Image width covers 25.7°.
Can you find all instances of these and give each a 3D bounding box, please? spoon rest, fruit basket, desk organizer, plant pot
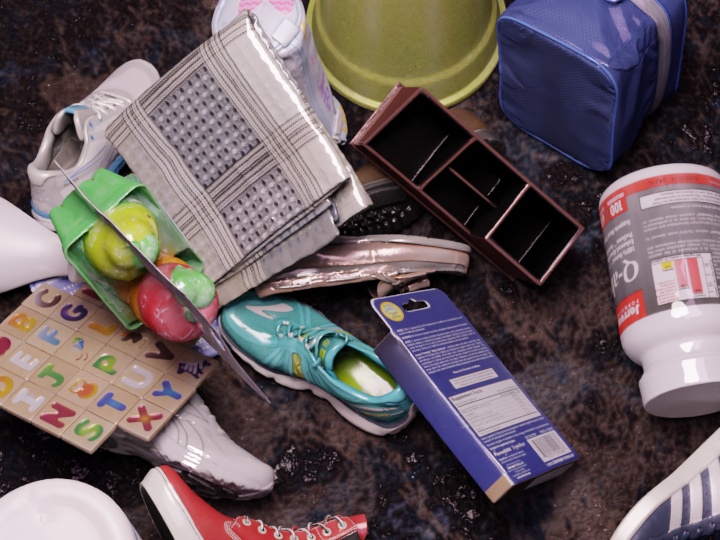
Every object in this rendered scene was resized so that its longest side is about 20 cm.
[{"bbox_3d":[-0.312,-0.017,1.422,0.200,0.061,0.099,9,89,31],"label":"spoon rest"},{"bbox_3d":[-0.158,0.006,1.291,0.200,0.185,0.094,34,75,36],"label":"fruit basket"},{"bbox_3d":[0.095,-0.075,1.387,0.200,0.077,0.072,39,87,-15],"label":"desk organizer"},{"bbox_3d":[0.043,-0.276,1.469,0.200,0.184,0.201,0,67,1],"label":"plant pot"}]

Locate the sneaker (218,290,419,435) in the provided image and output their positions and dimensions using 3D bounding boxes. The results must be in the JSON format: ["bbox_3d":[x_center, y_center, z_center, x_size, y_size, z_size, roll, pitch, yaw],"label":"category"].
[{"bbox_3d":[-0.034,0.069,1.384,0.200,0.080,0.078,27,71,14],"label":"sneaker"}]

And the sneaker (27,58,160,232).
[{"bbox_3d":[-0.244,-0.133,1.461,0.075,0.087,0.200,15,56,18],"label":"sneaker"}]

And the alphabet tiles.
[{"bbox_3d":[-0.230,0.075,1.361,0.200,0.006,0.166,22,50,26],"label":"alphabet tiles"}]

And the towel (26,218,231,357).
[{"bbox_3d":[-0.223,0.017,1.447,0.145,0.024,0.200,-24,71,-10],"label":"towel"}]

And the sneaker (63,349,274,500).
[{"bbox_3d":[-0.156,0.126,1.361,0.200,0.078,0.099,26,67,3],"label":"sneaker"}]

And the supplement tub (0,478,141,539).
[{"bbox_3d":[-0.227,0.251,1.249,0.132,0.200,0.132,-1,68,2],"label":"supplement tub"}]

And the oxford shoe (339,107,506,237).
[{"bbox_3d":[0.029,-0.089,1.462,0.200,0.073,0.084,-26,55,-13],"label":"oxford shoe"}]

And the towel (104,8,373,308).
[{"bbox_3d":[-0.109,-0.087,1.341,0.193,0.035,0.200,-34,89,29],"label":"towel"}]

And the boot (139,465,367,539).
[{"bbox_3d":[-0.078,0.216,1.311,0.144,0.072,0.200,-38,96,-14],"label":"boot"}]

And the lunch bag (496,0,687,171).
[{"bbox_3d":[0.212,-0.205,1.426,0.136,0.200,0.132,34,70,20],"label":"lunch bag"}]

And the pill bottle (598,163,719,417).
[{"bbox_3d":[0.278,0.018,1.375,0.116,0.116,0.200,-6,67,0],"label":"pill bottle"}]

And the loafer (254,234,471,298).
[{"bbox_3d":[0.000,0.000,1.415,0.200,0.072,0.063,4,81,-10],"label":"loafer"}]

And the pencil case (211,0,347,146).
[{"bbox_3d":[-0.070,-0.174,1.425,0.083,0.200,0.091,-37,61,-7],"label":"pencil case"}]

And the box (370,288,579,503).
[{"bbox_3d":[0.090,0.102,1.352,0.032,0.121,0.200,-48,69,28],"label":"box"}]

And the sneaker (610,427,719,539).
[{"bbox_3d":[0.285,0.208,1.317,0.200,0.075,0.085,-41,67,-14],"label":"sneaker"}]
